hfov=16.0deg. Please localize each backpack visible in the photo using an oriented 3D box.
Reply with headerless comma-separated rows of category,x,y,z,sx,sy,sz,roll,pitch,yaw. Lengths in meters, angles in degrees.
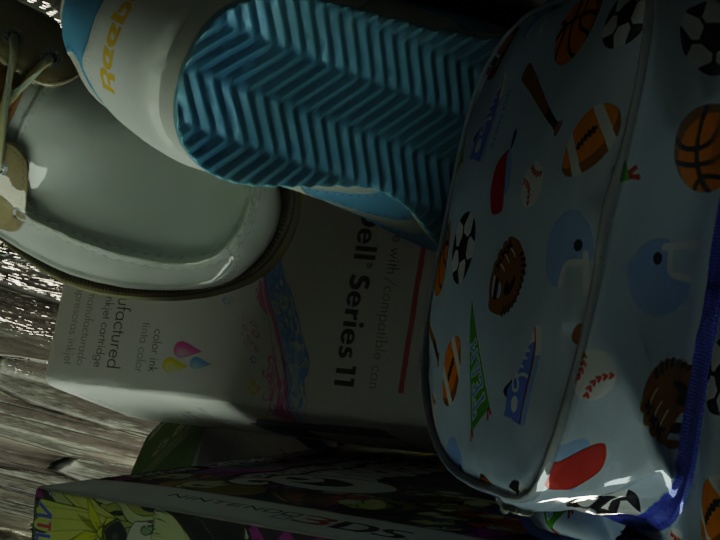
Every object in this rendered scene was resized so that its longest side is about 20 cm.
backpack,0.098,0.007,0.695,0.153,0.201,0.190,18,174,-7

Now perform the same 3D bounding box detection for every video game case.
video game case,0.025,0.088,0.827,0.180,0.036,0.200,6,-176,33

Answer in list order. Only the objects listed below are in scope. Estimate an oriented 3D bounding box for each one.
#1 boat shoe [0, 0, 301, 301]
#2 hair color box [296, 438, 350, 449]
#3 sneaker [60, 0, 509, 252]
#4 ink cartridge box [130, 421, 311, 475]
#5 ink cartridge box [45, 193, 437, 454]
boat shoe,-0.115,-0.048,0.820,0.199,0.075,0.068,22,173,22
hair color box,0.049,0.056,1.040,0.060,0.100,0.200,-26,138,25
sneaker,-0.002,-0.055,0.780,0.081,0.077,0.200,32,-172,41
ink cartridge box,-0.035,0.099,0.985,0.104,0.059,0.200,42,-160,-11
ink cartridge box,0.000,0.000,0.897,0.199,0.118,0.067,5,168,22
